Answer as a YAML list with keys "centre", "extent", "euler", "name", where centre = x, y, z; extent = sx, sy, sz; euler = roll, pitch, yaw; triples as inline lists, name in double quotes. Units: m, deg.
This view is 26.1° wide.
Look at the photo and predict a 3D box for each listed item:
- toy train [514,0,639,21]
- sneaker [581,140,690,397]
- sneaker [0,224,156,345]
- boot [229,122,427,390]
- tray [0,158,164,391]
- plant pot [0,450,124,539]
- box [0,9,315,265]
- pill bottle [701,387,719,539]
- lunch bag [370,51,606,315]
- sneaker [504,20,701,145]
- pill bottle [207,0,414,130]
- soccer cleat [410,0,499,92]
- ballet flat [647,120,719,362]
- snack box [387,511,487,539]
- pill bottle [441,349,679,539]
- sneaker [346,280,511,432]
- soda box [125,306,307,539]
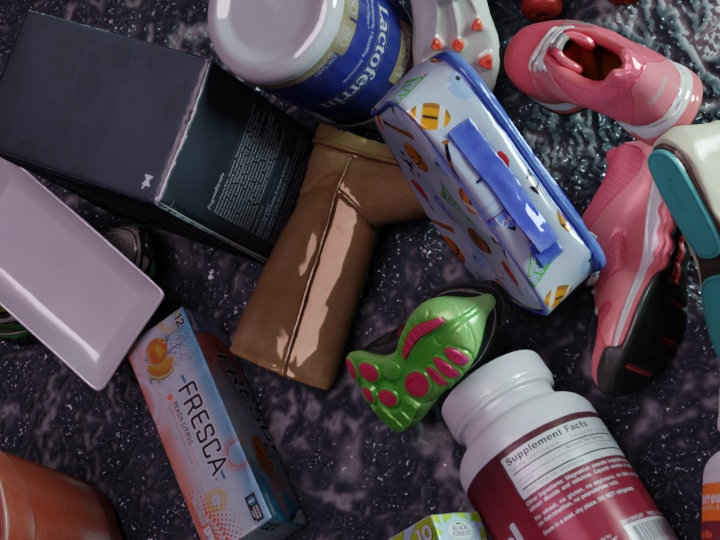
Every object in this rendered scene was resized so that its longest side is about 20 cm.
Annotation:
- centre: [0.123, -0.253, 1.209]
  extent: [0.198, 0.115, 0.086]
  euler: [-7, 73, 26]
  name: "toy train"
- centre: [0.197, -0.005, 1.146]
  extent: [0.086, 0.074, 0.202]
  euler: [8, 74, 39]
  name: "sneaker"
- centre: [-0.265, 0.013, 1.364]
  extent: [0.198, 0.085, 0.079]
  euler: [-23, 68, 20]
  name: "sneaker"
- centre: [0.000, 0.000, 1.246]
  extent: [0.174, 0.066, 0.202]
  euler: [20, 90, 34]
  name: "boot"
- centre: [-0.259, -0.001, 1.310]
  extent: [0.199, 0.022, 0.108]
  euler: [39, 103, 14]
  name: "tray"
- centre: [-0.304, 0.232, 1.266]
  extent: [0.198, 0.195, 0.204]
  euler: [-7, 73, 26]
  name: "plant pot"
- centre: [-0.168, -0.105, 1.279]
  extent: [0.198, 0.196, 0.125]
  euler: [18, 86, 29]
  name: "box"
- centre: [0.279, 0.178, 1.023]
  extent: [0.108, 0.109, 0.203]
  euler: [-2, 77, 27]
  name: "pill bottle"
- centre: [0.092, -0.059, 1.106]
  extent: [0.075, 0.160, 0.201]
  euler: [-38, 96, -7]
  name: "lunch bag"
- centre: [0.164, -0.159, 1.151]
  extent: [0.200, 0.086, 0.074]
  euler: [29, 90, 53]
  name: "sneaker"
- centre: [-0.023, -0.179, 1.218]
  extent: [0.114, 0.199, 0.117]
  euler: [-5, 79, 27]
  name: "pill bottle"
- centre: [0.067, -0.210, 1.202]
  extent: [0.068, 0.202, 0.078]
  euler: [-9, 31, 6]
  name: "soccer cleat"
- centre: [0.265, -0.011, 1.085]
  extent: [0.069, 0.069, 0.202]
  euler: [-17, 103, 22]
  name: "ballet flat"
- centre: [0.029, 0.275, 1.118]
  extent: [0.200, 0.052, 0.144]
  euler: [-40, 58, 43]
  name: "snack box"
- centre: [0.141, 0.162, 1.098]
  extent: [0.113, 0.113, 0.201]
  euler: [-38, 62, 14]
  name: "pill bottle"
- centre: [0.054, 0.063, 1.162]
  extent: [0.077, 0.083, 0.200]
  euler: [58, 149, 2]
  name: "sneaker"
- centre: [-0.119, 0.133, 1.269]
  extent: [0.068, 0.063, 0.202]
  euler: [-33, 65, 16]
  name: "soda box"
